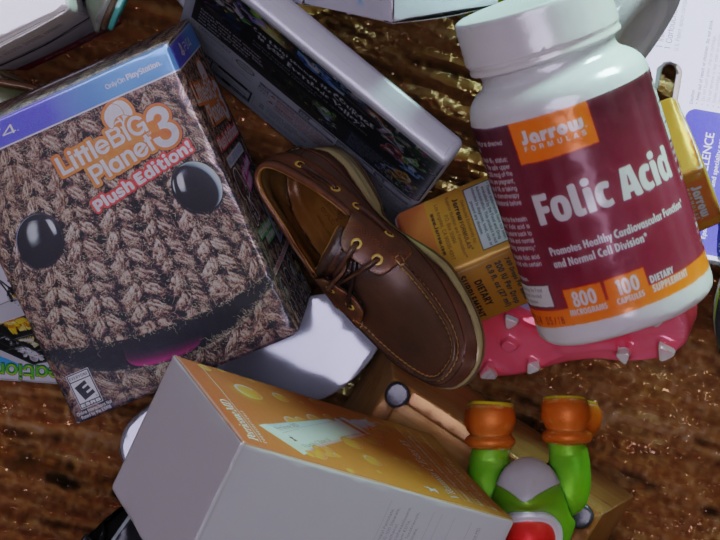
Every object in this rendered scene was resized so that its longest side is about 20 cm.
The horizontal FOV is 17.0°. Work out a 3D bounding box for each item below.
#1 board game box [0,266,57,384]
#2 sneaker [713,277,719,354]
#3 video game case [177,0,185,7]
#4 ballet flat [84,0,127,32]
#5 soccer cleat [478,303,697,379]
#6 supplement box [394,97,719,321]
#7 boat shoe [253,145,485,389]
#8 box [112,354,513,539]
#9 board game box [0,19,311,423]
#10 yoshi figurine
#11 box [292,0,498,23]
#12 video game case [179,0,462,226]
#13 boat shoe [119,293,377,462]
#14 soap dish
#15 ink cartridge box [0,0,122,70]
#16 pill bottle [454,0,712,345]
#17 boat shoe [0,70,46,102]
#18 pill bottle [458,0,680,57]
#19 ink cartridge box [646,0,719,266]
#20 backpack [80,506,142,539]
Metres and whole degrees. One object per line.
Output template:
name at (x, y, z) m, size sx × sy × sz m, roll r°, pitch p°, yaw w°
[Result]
board game box at (-0.226, 0.012, 1.621) m, size 0.198 × 0.035 × 0.127 m, roll 4°, pitch 109°, yaw 3°
sneaker at (0.259, 0.025, 1.548) m, size 0.073 × 0.081 × 0.201 m, roll 1°, pitch 132°, yaw 14°
video game case at (-0.097, -0.306, 1.615) m, size 0.200 × 0.023 × 0.183 m, roll -40°, pitch 90°, yaw 6°
ballet flat at (-0.153, -0.228, 1.532) m, size 0.063 × 0.201 × 0.068 m, roll 26°, pitch 138°, yaw -6°
soccer cleat at (0.127, 0.027, 1.607) m, size 0.199 × 0.077 × 0.067 m, roll -3°, pitch 122°, yaw 20°
supplement box at (0.128, -0.034, 1.550) m, size 0.199 × 0.067 × 0.069 m, roll -25°, pitch 51°, yaw 7°
boat shoe at (0.000, -0.001, 1.508) m, size 0.200 × 0.067 × 0.072 m, roll 51°, pitch 120°, yaw 28°
box at (-0.030, 0.143, 1.459) m, size 0.199 × 0.124 × 0.098 m, roll 18°, pitch 104°, yaw -31°
board game box at (-0.145, -0.032, 1.532) m, size 0.159 × 0.097 × 0.201 m, roll -23°, pitch 101°, yaw 9°
yoshi figurine at (0.112, 0.184, 1.528) m, size 0.111 × 0.112 × 0.202 m, roll 7°, pitch 77°, yaw -36°
box at (-0.013, -0.256, 1.489) m, size 0.096 × 0.199 × 0.178 m, roll -15°, pitch 111°, yaw -38°
video game case at (-0.031, -0.116, 1.545) m, size 0.200 × 0.182 × 0.023 m, roll 40°, pitch 76°, yaw 1°
boat shoe at (-0.074, 0.075, 1.619) m, size 0.199 × 0.057 × 0.069 m, roll -31°, pitch 90°, yaw 5°
soap dish at (0.059, 0.165, 1.604) m, size 0.199 × 0.081 × 0.158 m, roll 33°, pitch 95°, yaw 2°
ink cartridge box at (-0.232, -0.210, 1.539) m, size 0.084 × 0.200 × 0.146 m, roll -25°, pitch 92°, yaw 5°
pill bottle at (0.131, -0.067, 1.442) m, size 0.113 × 0.114 × 0.201 m, roll -18°, pitch 100°, yaw 5°
boat shoe at (-0.204, -0.088, 1.608) m, size 0.199 × 0.074 × 0.076 m, roll 14°, pitch 95°, yaw 3°
pill bottle at (0.101, -0.206, 1.550) m, size 0.200 × 0.112 × 0.113 m, roll 39°, pitch 95°, yaw 17°
ink cartridge box at (0.273, -0.098, 1.593) m, size 0.199 × 0.047 × 0.199 m, roll 11°, pitch 95°, yaw 7°
backpack at (-0.135, 0.229, 1.563) m, size 0.150 × 0.200 × 0.178 m, roll 35°, pitch 94°, yaw -3°
